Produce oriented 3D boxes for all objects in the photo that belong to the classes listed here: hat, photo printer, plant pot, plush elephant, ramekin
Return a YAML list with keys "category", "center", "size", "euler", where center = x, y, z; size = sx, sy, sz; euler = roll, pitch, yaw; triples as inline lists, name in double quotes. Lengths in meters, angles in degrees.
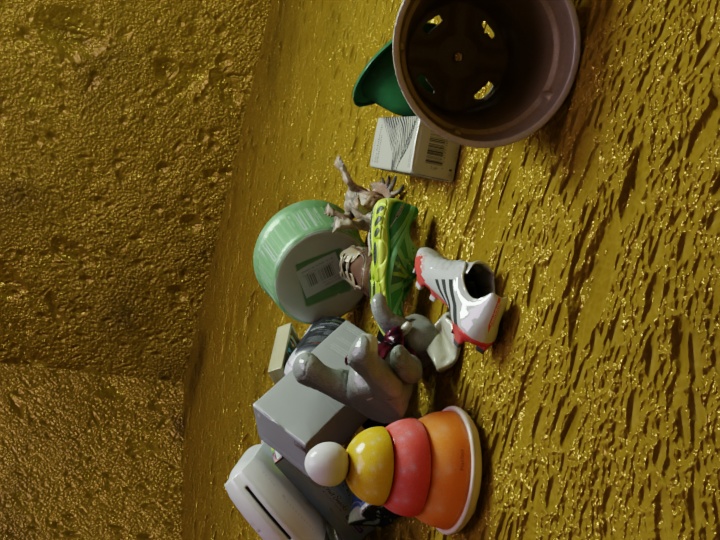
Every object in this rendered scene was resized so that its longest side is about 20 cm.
- category: "hat"
  center: [0.099, -0.238, 1.291]
  size: [0.177, 0.199, 0.166]
  euler: [50, 118, 11]
- category: "photo printer"
  center: [-0.119, 0.334, 1.285]
  size: [0.069, 0.167, 0.200]
  euler: [-41, -2, -2]
- category: "plant pot"
  center: [0.124, -0.246, 1.005]
  size: [0.184, 0.196, 0.205]
  euler: [-109, 30, -79]
- category: "plush elephant"
  center: [0.044, 0.106, 1.155]
  size: [0.164, 0.199, 0.157]
  euler: [-30, 29, 53]
- category: "ramekin"
  center: [-0.077, -0.008, 1.522]
  size: [0.098, 0.196, 0.204]
  euler: [-129, 49, -58]

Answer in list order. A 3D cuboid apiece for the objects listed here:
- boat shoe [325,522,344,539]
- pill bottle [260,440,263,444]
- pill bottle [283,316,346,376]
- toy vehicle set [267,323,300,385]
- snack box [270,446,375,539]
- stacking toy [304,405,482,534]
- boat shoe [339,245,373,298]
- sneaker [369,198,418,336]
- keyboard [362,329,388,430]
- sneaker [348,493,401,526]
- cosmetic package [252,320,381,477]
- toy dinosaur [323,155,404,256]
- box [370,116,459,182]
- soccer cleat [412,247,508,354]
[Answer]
- category: "boat shoe"
  center: [-0.037, 0.430, 1.393]
  size: [0.203, 0.063, 0.075]
  euler: [-105, 28, -52]
- category: "pill bottle"
  center: [-0.134, 0.356, 1.672]
  size: [0.112, 0.109, 0.204]
  euler: [126, 148, -57]
- category: "pill bottle"
  center: [-0.061, 0.153, 1.424]
  size: [0.200, 0.104, 0.108]
  euler: [-58, -18, -72]
- category: "toy vehicle set"
  center: [-0.094, 0.205, 1.505]
  size: [0.125, 0.026, 0.202]
  euler: [-84, -28, -58]
- category: "snack box"
  center: [-0.064, 0.301, 1.349]
  size: [0.053, 0.201, 0.143]
  euler: [-35, 25, 3]
- category: "stacking toy"
  center: [0.031, 0.223, 1.035]
  size: [0.146, 0.196, 0.149]
  euler: [-171, 90, -73]
- category: "boat shoe"
  center: [0.000, 0.000, 1.389]
  size: [0.200, 0.070, 0.077]
  euler: [-105, 24, -85]
- category: "sneaker"
  center: [0.056, 0.001, 1.261]
  size: [0.074, 0.082, 0.205]
  euler: [-162, 73, -77]
- category: "keyboard"
  center: [0.039, 0.153, 1.352]
  size: [0.104, 0.039, 0.203]
  euler: [44, 127, 42]
- category: "sneaker"
  center: [0.027, 0.294, 1.226]
  size: [0.200, 0.077, 0.091]
  euler: [129, 143, -60]
- category: "cosmetic package"
  center: [-0.045, 0.176, 1.248]
  size: [0.106, 0.199, 0.091]
  euler: [32, 148, 30]
- category: "toy dinosaur"
  center: [0.022, -0.094, 1.366]
  size: [0.087, 0.133, 0.201]
  euler: [-62, 32, 24]
- category: "box"
  center: [0.077, -0.178, 1.295]
  size: [0.200, 0.067, 0.084]
  euler: [-155, 75, -72]
- category: "soccer cleat"
  center: [0.121, 0.015, 1.075]
  size: [0.086, 0.067, 0.201]
  euler: [-64, 26, 23]
